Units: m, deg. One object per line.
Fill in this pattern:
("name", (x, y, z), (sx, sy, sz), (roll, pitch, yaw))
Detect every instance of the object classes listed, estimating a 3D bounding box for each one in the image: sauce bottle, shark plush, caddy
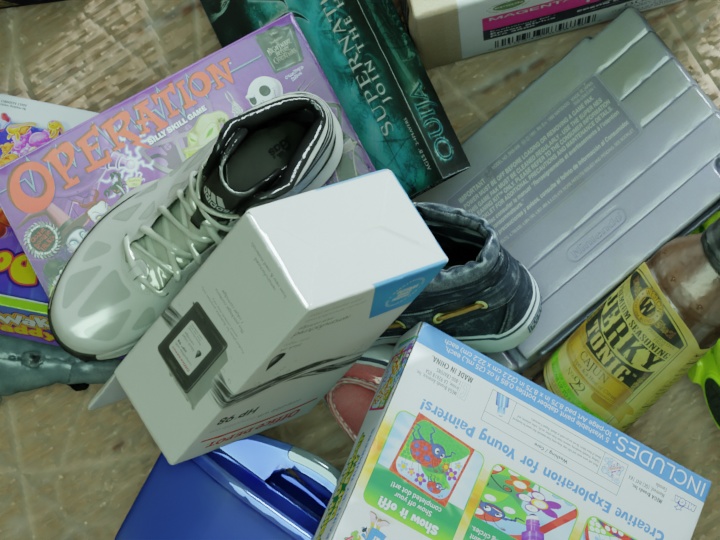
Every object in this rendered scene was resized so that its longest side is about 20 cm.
("sauce bottle", (0.176, 0.024, 1.690), (0.065, 0.065, 0.200), (42, 123, 2))
("shark plush", (-0.231, 0.061, 1.737), (0.199, 0.083, 0.091), (17, 90, 2))
("caddy", (-0.045, 0.156, 1.703), (0.200, 0.141, 0.105), (35, 94, 1))

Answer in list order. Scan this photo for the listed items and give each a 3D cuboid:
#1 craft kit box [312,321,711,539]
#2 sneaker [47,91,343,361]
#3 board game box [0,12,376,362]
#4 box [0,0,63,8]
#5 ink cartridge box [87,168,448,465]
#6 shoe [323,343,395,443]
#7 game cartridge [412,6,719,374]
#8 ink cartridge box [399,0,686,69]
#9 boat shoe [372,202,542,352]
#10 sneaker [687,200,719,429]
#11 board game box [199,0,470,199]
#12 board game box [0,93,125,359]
("craft kit box", (0.076, 0.162, 1.641), (0.199, 0.049, 0.198), (30, 63, -11))
("sneaker", (-0.097, -0.032, 1.603), (0.200, 0.115, 0.076), (-41, 84, -2))
("board game box", (-0.098, -0.047, 1.676), (0.199, 0.032, 0.121), (-29, 80, -2))
("box", (-0.264, -0.212, 1.731), (0.199, 0.106, 0.123), (-7, 90, 1))
("ink cartridge box", (-0.054, 0.037, 1.630), (0.067, 0.115, 0.200), (56, 134, 15))
("shoe", (0.049, 0.126, 1.715), (0.200, 0.091, 0.072), (37, 128, -1))
("game cartridge", (0.122, -0.045, 1.730), (0.200, 0.038, 0.130), (-40, 70, 10))
("ink cartridge box", (0.116, -0.187, 1.688), (0.199, 0.165, 0.076), (-15, 83, 2))
("boat shoe", (0.000, 0.000, 1.695), (0.199, 0.091, 0.071), (-2, 59, 22))
("sneaker", (0.238, 0.046, 1.739), (0.083, 0.074, 0.201), (-12, 78, -34))
("board game box", (-0.024, -0.125, 1.715), (0.028, 0.135, 0.201), (-23, 87, -38))
("board game box", (-0.197, -0.031, 1.732), (0.199, 0.045, 0.135), (11, 65, 2))
